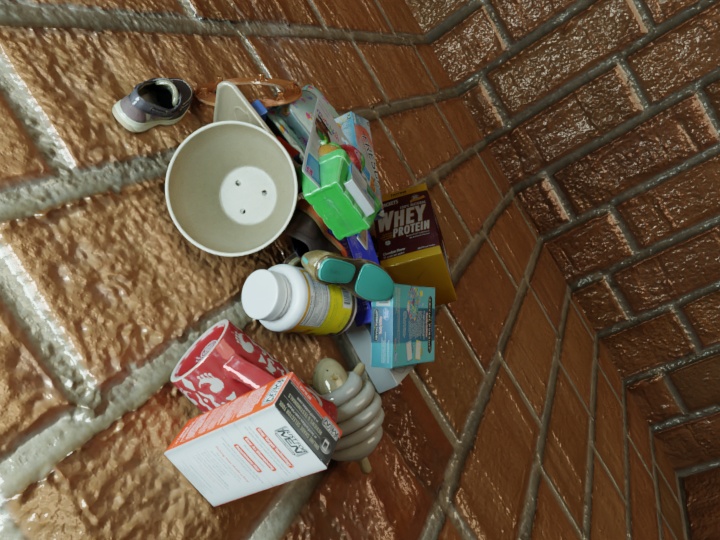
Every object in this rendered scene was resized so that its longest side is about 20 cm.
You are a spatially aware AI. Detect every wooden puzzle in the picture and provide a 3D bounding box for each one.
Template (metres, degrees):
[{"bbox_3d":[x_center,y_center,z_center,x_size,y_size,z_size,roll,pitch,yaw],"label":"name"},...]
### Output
[{"bbox_3d":[-0.170,-0.216,1.083,0.046,0.185,0.200,-42,90,-21],"label":"wooden puzzle"}]

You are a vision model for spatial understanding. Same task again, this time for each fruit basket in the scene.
[{"bbox_3d":[-0.025,-0.161,1.017,0.185,0.093,0.201,52,35,-37],"label":"fruit basket"}]

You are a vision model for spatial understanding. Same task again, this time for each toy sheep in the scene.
[{"bbox_3d":[-0.021,0.232,0.997,0.201,0.137,0.138,64,27,-8],"label":"toy sheep"}]

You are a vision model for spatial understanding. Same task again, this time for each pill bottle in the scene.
[{"bbox_3d":[-0.101,0.051,1.045,0.199,0.109,0.110,15,52,-54],"label":"pill bottle"}]

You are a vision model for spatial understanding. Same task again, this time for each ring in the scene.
[{"bbox_3d":[-0.207,-0.338,1.164,0.201,0.199,0.019,-65,159,-57],"label":"ring"}]

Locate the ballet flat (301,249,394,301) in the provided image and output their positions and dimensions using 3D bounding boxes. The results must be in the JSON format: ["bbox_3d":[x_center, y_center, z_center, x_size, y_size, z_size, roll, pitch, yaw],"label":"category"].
[{"bbox_3d":[-0.024,0.004,1.053,0.199,0.068,0.072,15,10,-47],"label":"ballet flat"}]

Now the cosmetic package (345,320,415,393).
[{"bbox_3d":[0.036,0.127,1.272,0.201,0.051,0.151,61,25,0],"label":"cosmetic package"}]

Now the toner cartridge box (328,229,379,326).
[{"bbox_3d":[0.000,0.000,1.200,0.095,0.043,0.201,-11,82,-62],"label":"toner cartridge box"}]

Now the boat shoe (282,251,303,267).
[{"bbox_3d":[-0.100,-0.038,1.192,0.072,0.072,0.200,35,32,13],"label":"boat shoe"}]

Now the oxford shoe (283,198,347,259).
[{"bbox_3d":[-0.080,-0.039,1.073,0.073,0.071,0.200,-54,146,-16],"label":"oxford shoe"}]

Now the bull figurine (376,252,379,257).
[{"bbox_3d":[-0.031,-0.094,1.347,0.200,0.065,0.122,39,31,-40],"label":"bull figurine"}]

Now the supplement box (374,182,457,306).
[{"bbox_3d":[0.122,-0.047,1.422,0.198,0.132,0.201,62,17,-52],"label":"supplement box"}]

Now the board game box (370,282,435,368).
[{"bbox_3d":[0.085,0.104,1.203,0.200,0.047,0.152,8,82,-61],"label":"board game box"}]

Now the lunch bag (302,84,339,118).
[{"bbox_3d":[-0.090,-0.312,1.432,0.200,0.077,0.161,47,30,-25],"label":"lunch bag"}]

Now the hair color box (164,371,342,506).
[{"bbox_3d":[-0.131,0.207,0.750,0.102,0.199,0.061,53,32,-15],"label":"hair color box"}]

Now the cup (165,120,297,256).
[{"bbox_3d":[-0.191,-0.125,1.001,0.201,0.199,0.143,60,2,-2],"label":"cup"}]

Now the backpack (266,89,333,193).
[{"bbox_3d":[-0.128,-0.270,1.256,0.176,0.153,0.200,48,22,-17],"label":"backpack"}]

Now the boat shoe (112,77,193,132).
[{"bbox_3d":[-0.323,-0.281,1.023,0.072,0.065,0.200,53,28,-11],"label":"boat shoe"}]

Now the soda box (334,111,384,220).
[{"bbox_3d":[-0.012,-0.189,1.175,0.063,0.068,0.202,9,69,-57],"label":"soda box"}]

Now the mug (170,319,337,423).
[{"bbox_3d":[-0.130,0.161,0.836,0.200,0.177,0.134,46,33,-17],"label":"mug"}]
